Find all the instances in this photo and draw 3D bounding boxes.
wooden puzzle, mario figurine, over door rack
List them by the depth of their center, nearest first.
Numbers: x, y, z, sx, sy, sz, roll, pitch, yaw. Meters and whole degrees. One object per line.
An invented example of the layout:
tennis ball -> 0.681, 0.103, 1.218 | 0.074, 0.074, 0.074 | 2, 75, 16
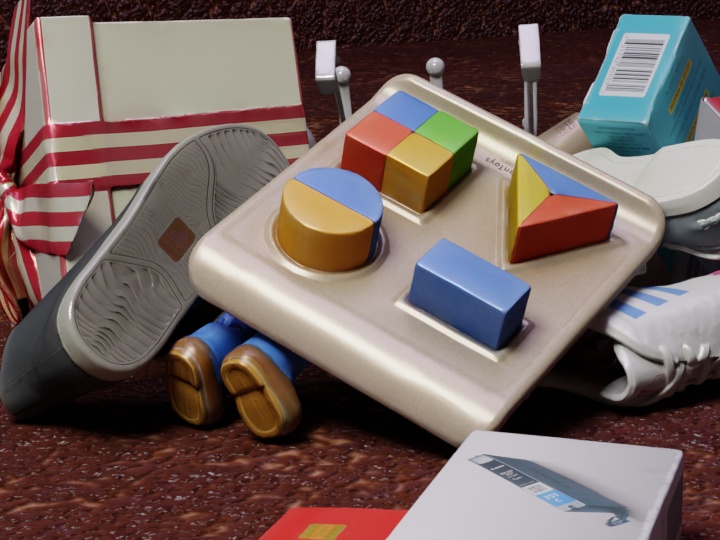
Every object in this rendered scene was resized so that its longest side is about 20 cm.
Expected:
wooden puzzle -> 0.039, -0.021, 0.958 | 0.185, 0.046, 0.200 | 29, 50, 19
mario figurine -> -0.010, 0.029, 1.009 | 0.123, 0.106, 0.200 | 37, 49, 15
over door rack -> 0.052, -0.125, 1.272 | 0.147, 0.067, 0.200 | -4, -16, 4

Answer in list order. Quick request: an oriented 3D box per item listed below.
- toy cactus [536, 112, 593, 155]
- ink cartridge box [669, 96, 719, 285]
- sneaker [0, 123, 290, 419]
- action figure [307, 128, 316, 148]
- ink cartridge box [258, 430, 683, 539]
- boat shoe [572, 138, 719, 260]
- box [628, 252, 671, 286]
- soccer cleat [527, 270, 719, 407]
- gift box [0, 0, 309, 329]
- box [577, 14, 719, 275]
toy cactus -> 0.087, -0.045, 1.224 | 0.165, 0.102, 0.200 | -42, 29, -3
ink cartridge box -> 0.301, -0.053, 1.097 | 0.199, 0.176, 0.084 | -4, 30, -16
sneaker -> -0.121, -0.004, 1.008 | 0.106, 0.075, 0.200 | -29, 14, 47
action figure -> -0.114, -0.107, 1.645 | 0.199, 0.105, 0.193 | -2, 2, -12
ink cartridge box -> 0.024, 0.109, 0.707 | 0.175, 0.045, 0.200 | 3, 12, 16
boat shoe -> 0.155, -0.030, 1.074 | 0.073, 0.062, 0.200 | -50, 22, -24
box -> 0.142, -0.032, 1.310 | 0.100, 0.075, 0.200 | -12, 17, -40
soccer cleat -> 0.165, 0.043, 0.993 | 0.199, 0.070, 0.086 | -1, 33, -6
gift box -> -0.139, -0.067, 1.132 | 0.186, 0.186, 0.200 | -5, -14, -21
box -> 0.206, -0.067, 1.166 | 0.049, 0.083, 0.200 | 8, -28, 36
